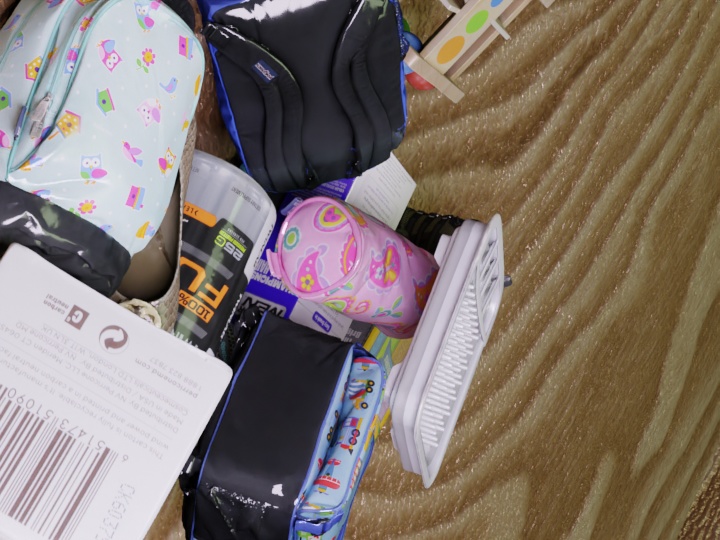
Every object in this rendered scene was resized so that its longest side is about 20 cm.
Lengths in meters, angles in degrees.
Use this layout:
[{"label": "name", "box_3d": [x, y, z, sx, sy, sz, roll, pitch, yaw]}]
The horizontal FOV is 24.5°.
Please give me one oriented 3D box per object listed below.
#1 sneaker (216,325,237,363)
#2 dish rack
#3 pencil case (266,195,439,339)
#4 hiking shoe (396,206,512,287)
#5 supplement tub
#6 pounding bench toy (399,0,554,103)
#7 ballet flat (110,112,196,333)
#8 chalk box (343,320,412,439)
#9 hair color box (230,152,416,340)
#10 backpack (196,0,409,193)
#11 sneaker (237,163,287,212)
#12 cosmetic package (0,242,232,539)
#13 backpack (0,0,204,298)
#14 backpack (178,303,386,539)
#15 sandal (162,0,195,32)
[{"label": "sneaker", "box_3d": [-0.119, 0.114, 1.428, 0.092, 0.077, 0.201, -57, 164, -27]}, {"label": "dish rack", "box_3d": [0.067, 0.063, 1.356, 0.172, 0.043, 0.201, 78, 31, -64]}, {"label": "pencil case", "box_3d": [0.000, 0.000, 1.363, 0.200, 0.087, 0.088, 24, 81, -62]}, {"label": "hiking shoe", "box_3d": [0.074, -0.023, 1.660, 0.100, 0.200, 0.076, -25, 138, -10]}, {"label": "supplement tub", "box_3d": [-0.154, 0.015, 1.270, 0.201, 0.122, 0.123, -67, 155, -18]}, {"label": "pounding bench toy", "box_3d": [0.051, -0.282, 1.566, 0.156, 0.200, 0.124, -45, 155, 10]}, {"label": "ballet flat", "box_3d": [-0.151, -0.034, 1.185, 0.046, 0.067, 0.202, 160, -59, -75]}, {"label": "chalk box", "box_3d": [-0.037, 0.091, 1.567, 0.201, 0.123, 0.124, -59, 151, -30]}, {"label": "hair color box", "box_3d": [-0.032, -0.017, 1.445, 0.201, 0.064, 0.109, -66, 153, -12]}, {"label": "backpack", "box_3d": [-0.042, -0.178, 1.339, 0.169, 0.161, 0.201, -105, -178, -50]}, {"label": "sneaker", "box_3d": [-0.047, -0.119, 1.481, 0.201, 0.073, 0.082, -61, 157, -30]}, {"label": "cosmetic package", "box_3d": [-0.207, 0.119, 1.073, 0.166, 0.164, 0.200, -62, -174, -27]}, {"label": "backpack", "box_3d": [-0.191, -0.095, 1.116, 0.167, 0.126, 0.202, 38, 64, -54]}, {"label": "backpack", "box_3d": [-0.066, 0.159, 1.297, 0.201, 0.133, 0.184, 102, 7, -51]}, {"label": "sandal", "box_3d": [-0.168, -0.111, 1.239, 0.048, 0.075, 0.202, 140, -32, -75]}]
